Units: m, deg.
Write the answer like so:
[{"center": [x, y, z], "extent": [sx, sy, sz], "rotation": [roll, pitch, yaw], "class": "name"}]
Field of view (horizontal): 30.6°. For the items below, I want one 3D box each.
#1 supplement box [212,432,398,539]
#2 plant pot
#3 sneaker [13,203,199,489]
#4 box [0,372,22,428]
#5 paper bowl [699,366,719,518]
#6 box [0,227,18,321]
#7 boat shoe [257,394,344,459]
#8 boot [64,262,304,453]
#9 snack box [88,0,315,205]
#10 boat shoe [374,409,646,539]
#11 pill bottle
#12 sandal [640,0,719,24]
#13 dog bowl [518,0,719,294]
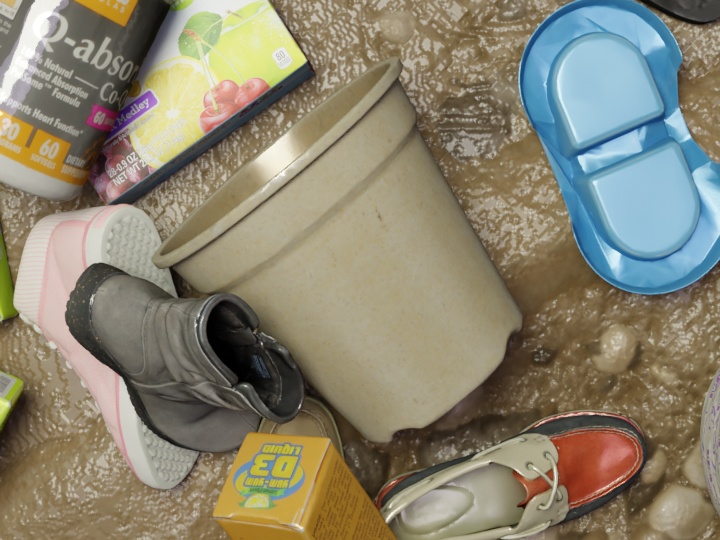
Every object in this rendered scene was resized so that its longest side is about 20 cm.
[{"center": [-0.016, 0.184, 0.830], "extent": [0.066, 0.201, 0.069], "rotation": [1, 52, 28], "class": "supplement box"}, {"center": [0.000, 0.000, 0.840], "extent": [0.200, 0.201, 0.184], "rotation": [-38, 101, 2], "class": "plant pot"}, {"center": [-0.172, 0.049, 0.898], "extent": [0.103, 0.075, 0.203], "rotation": [4, 116, 35], "class": "sneaker"}, {"center": [-0.324, 0.138, 0.879], "extent": [0.121, 0.048, 0.202], "rotation": [28, 102, -8], "class": "box"}, {"center": [0.324, 0.114, 0.865], "extent": [0.197, 0.104, 0.204], "rotation": [0, 92, 2], "class": "paper bowl"}, {"center": [-0.317, -0.055, 0.903], "extent": [0.120, 0.048, 0.203], "rotation": [-11, 92, 2], "class": "box"}, {"center": [-0.050, 0.187, 0.895], "extent": [0.071, 0.065, 0.203], "rotation": [8, 92, 1], "class": "boat shoe"}, {"center": [-0.086, 0.073, 0.817], "extent": [0.130, 0.200, 0.071], "rotation": [13, 69, 34], "class": "boot"}, {"center": [-0.153, -0.173, 0.888], "extent": [0.168, 0.068, 0.201], "rotation": [-35, 89, 3], "class": "snack box"}, {"center": [0.103, 0.147, 0.892], "extent": [0.197, 0.063, 0.072], "rotation": [-15, 89, 0], "class": "boat shoe"}, {"center": [-0.184, -0.154, 0.799], "extent": [0.115, 0.116, 0.202], "rotation": [27, 95, 1], "class": "pill bottle"}, {"center": [0.166, -0.226, 0.890], "extent": [0.197, 0.045, 0.076], "rotation": [20, 92, 1], "class": "sandal"}, {"center": [0.177, -0.084, 0.891], "extent": [0.110, 0.050, 0.202], "rotation": [-22, 91, 2], "class": "dog bowl"}]
